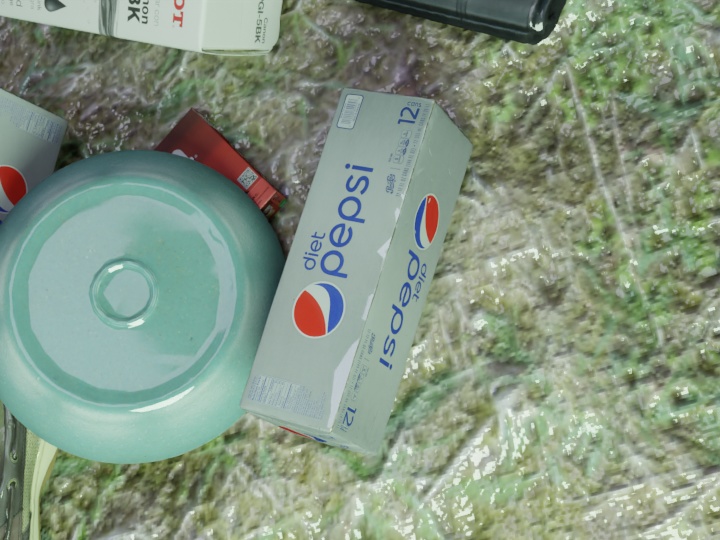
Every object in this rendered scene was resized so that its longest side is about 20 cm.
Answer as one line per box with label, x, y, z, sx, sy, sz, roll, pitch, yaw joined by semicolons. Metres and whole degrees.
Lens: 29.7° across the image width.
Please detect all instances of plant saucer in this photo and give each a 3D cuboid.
plant saucer;-0.143;0.017;0.836;0.199;0.036;0.201;0;78;-1

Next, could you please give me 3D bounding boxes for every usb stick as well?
usb stick;0.041;-0.189;0.872;0.199;0.033;0.056;21;82;31

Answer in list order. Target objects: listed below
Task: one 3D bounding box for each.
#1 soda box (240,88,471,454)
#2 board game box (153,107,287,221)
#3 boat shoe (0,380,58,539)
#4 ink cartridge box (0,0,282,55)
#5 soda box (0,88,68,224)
soda box;0.000;0.000;0.793;0.063;0.068;0.201;11;77;28
board game box;-0.147;-0.005;0.906;0.200;0.019;0.103;-48;57;3
boat shoe;-0.240;0.151;0.859;0.071;0.066;0.202;5;80;35
ink cartridge box;-0.153;-0.233;0.926;0.199;0.083;0.148;14;105;30
soda box;-0.270;-0.021;0.938;0.068;0.063;0.201;-2;69;49
